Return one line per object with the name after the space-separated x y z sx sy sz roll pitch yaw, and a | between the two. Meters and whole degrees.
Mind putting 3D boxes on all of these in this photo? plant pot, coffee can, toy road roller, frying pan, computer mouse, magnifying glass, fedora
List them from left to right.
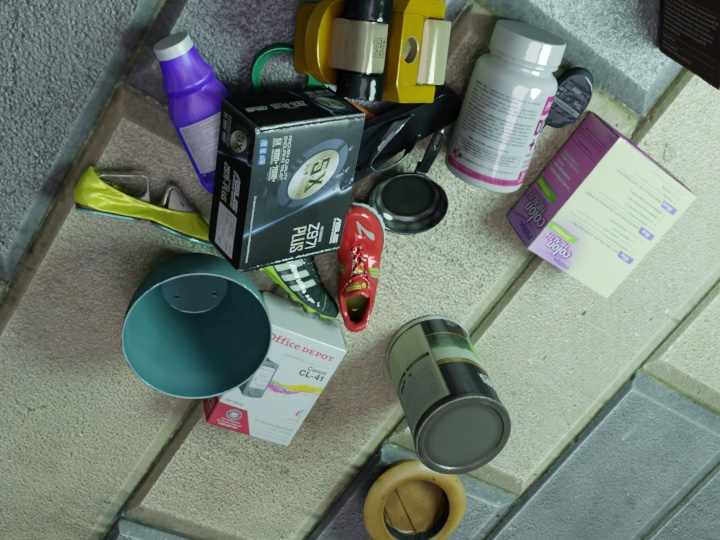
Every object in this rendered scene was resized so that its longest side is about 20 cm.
-0.227 0.055 1.213 0.197 0.135 0.203 -6 123 -10 | plant pot
-0.052 -0.229 1.149 0.198 0.022 0.080 24 113 -23 | magnifying glass
0.006 -0.279 1.081 0.199 0.145 0.125 -12 114 -49 | toy road roller
0.063 -0.122 1.211 0.113 0.031 0.192 -4 136 5 | frying pan
0.089 0.397 1.535 0.197 0.082 0.204 -5 117 -9 | fedora
0.129 0.185 1.340 0.144 0.201 0.148 -6 123 -10 | coffee can
0.252 -0.203 1.235 0.058 0.034 0.200 32 117 -19 | computer mouse

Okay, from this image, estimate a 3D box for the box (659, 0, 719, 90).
0.492 -0.362 1.108 0.163 0.165 0.202 -13 124 -5 | box

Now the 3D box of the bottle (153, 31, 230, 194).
-0.197 -0.197 1.105 0.083 0.065 0.202 -25 124 -4 | bottle

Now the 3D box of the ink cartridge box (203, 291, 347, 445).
-0.132 0.152 1.327 0.146 0.086 0.201 21 116 -24 | ink cartridge box

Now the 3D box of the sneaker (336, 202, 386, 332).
0.000 0.000 1.256 0.076 0.085 0.203 -1 123 1 | sneaker

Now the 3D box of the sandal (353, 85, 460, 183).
0.048 -0.177 1.169 0.199 0.043 0.076 -33 143 2 | sandal

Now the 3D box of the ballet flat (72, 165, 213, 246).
-0.276 -0.088 1.160 0.197 0.067 0.068 16 96 -20 | ballet flat

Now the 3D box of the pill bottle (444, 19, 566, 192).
0.191 -0.216 1.157 0.112 0.114 0.202 7 119 -17 | pill bottle

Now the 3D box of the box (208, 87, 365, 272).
-0.096 -0.116 1.112 0.162 0.086 0.202 -14 130 -37 | box

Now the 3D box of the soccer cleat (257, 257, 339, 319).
-0.088 -0.003 1.256 0.081 0.068 0.200 -47 121 2 | soccer cleat

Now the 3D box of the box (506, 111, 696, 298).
0.349 -0.092 1.283 0.174 0.097 0.201 27 111 -27 | box
